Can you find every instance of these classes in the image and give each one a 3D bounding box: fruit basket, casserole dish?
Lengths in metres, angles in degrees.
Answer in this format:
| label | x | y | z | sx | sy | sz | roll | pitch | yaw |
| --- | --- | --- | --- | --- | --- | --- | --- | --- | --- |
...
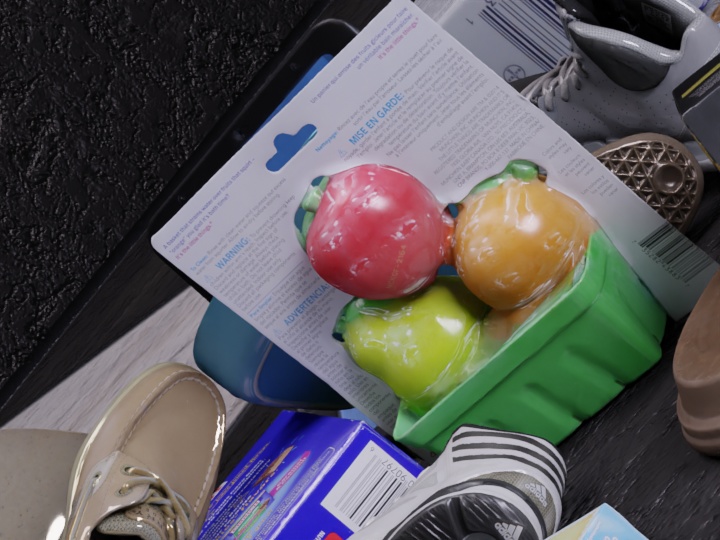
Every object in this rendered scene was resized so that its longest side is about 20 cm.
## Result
| label | x | y | z | sx | sy | sz | roll | pitch | yaw |
| --- | --- | --- | --- | --- | --- | --- | --- | --- | --- |
| fruit basket | 0.036 | -0.009 | 1.343 | 0.185 | 0.200 | 0.094 | -43 | 11 | 31 |
| casserole dish | 0.000 | 0.000 | 1.430 | 0.200 | 0.121 | 0.039 | -58 | 45 | 29 |

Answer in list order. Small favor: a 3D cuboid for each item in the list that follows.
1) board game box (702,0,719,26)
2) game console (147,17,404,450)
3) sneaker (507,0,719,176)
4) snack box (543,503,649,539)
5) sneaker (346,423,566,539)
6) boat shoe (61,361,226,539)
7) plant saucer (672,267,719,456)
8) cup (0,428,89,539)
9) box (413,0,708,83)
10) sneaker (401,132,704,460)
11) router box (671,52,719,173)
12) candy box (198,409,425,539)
| label | x | y | z | sx | sy | sz | roll | pitch | yaw |
| --- | --- | --- | --- | --- | --- | --- | --- | --- | --- |
| board game box | 0.182 | -0.118 | 1.625 | 0.199 | 0.043 | 0.200 | -47 | 9 | 17 |
| game console | -0.016 | 0.001 | 1.593 | 0.200 | 0.116 | 0.176 | -47 | 35 | 35 |
| sneaker | 0.112 | -0.108 | 1.477 | 0.200 | 0.116 | 0.075 | -1 | 49 | 45 |
| snack box | 0.029 | 0.181 | 1.078 | 0.116 | 0.037 | 0.200 | -37 | 14 | 50 |
| sneaker | 0.015 | 0.137 | 1.286 | 0.200 | 0.076 | 0.115 | -34 | 6 | 29 |
| boat shoe | -0.106 | 0.126 | 1.388 | 0.065 | 0.072 | 0.200 | -28 | 30 | 53 |
| plant saucer | 0.191 | -0.010 | 1.164 | 0.200 | 0.029 | 0.200 | -46 | 8 | 9 |
| cup | -0.172 | 0.199 | 1.582 | 0.200 | 0.200 | 0.144 | -40 | 37 | 41 |
| box | 0.110 | -0.156 | 1.652 | 0.184 | 0.105 | 0.200 | -46 | 9 | 28 |
| sneaker | 0.086 | 0.007 | 1.459 | 0.200 | 0.070 | 0.076 | -46 | 4 | 7 |
| router box | 0.222 | -0.110 | 1.221 | 0.200 | 0.052 | 0.157 | -38 | 2 | 9 |
| candy box | -0.044 | 0.153 | 1.430 | 0.169 | 0.077 | 0.200 | -51 | 10 | -8 |
